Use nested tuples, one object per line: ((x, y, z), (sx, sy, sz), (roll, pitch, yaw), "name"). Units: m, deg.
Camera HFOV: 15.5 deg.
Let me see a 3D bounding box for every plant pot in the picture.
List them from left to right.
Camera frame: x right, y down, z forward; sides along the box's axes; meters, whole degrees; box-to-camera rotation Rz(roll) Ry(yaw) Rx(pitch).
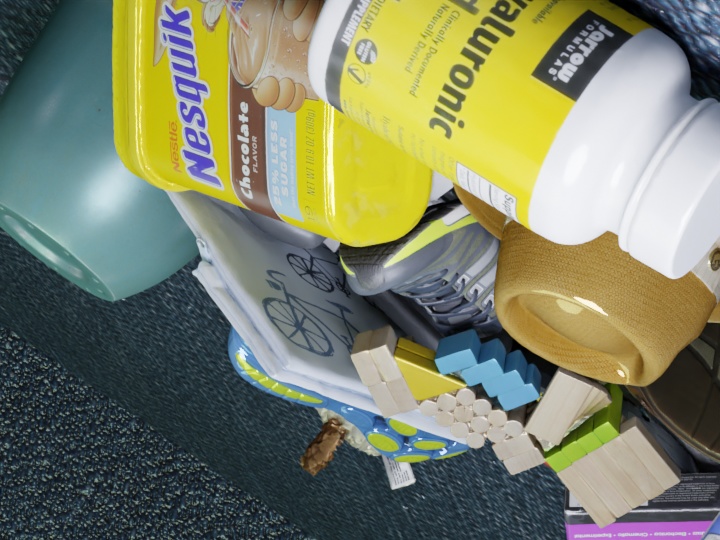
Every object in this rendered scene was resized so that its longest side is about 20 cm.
((-0.177, -0.077, 1.879), (0.201, 0.161, 0.201), (35, 169, 8), "plant pot")

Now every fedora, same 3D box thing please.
((0.130, 0.007, 1.412), (0.201, 0.082, 0.201), (18, 164, 6), "fedora")

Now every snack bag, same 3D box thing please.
((-0.033, 0.017, 1.595), (0.189, 0.021, 0.200), (20, -154, -48), "snack bag")

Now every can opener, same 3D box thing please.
((0.000, 0.000, 1.608), (0.200, 0.067, 0.053), (44, 147, 3), "can opener")

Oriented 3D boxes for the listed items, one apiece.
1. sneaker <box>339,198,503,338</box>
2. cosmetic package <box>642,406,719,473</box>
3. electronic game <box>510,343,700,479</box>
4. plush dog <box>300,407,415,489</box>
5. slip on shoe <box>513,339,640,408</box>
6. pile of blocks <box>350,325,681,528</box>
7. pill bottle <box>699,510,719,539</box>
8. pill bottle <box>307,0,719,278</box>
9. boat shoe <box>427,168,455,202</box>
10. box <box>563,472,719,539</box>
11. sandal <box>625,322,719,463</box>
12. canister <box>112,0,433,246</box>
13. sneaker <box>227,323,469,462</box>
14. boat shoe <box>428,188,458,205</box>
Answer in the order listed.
((0.055, 0.001, 1.519), (0.074, 0.081, 0.200), (-13, 179, 30), "sneaker")
((0.229, 0.100, 1.663), (0.083, 0.051, 0.200), (28, 166, 25), "cosmetic package")
((0.137, 0.106, 1.700), (0.200, 0.042, 0.200), (31, 167, 8), "electronic game")
((0.034, 0.082, 1.988), (0.200, 0.160, 0.172), (34, -165, 20), "plush dog")
((0.102, 0.022, 1.706), (0.200, 0.061, 0.076), (29, 165, 5), "slip on shoe")
((0.092, 0.069, 1.523), (0.200, 0.082, 0.062), (27, -150, -7), "pile of blocks")
((0.247, 0.125, 1.339), (0.112, 0.200, 0.112), (36, 168, 8), "pill bottle")
((0.084, -0.081, 1.235), (0.200, 0.111, 0.111), (32, 167, 18), "pill bottle")
((0.020, -0.086, 1.517), (0.066, 0.072, 0.200), (40, 173, -16), "boat shoe")
((0.205, 0.204, 1.671), (0.143, 0.036, 0.200), (-2, 133, 7), "box")
((0.181, 0.058, 1.556), (0.200, 0.082, 0.055), (31, 156, 40), "sandal")
((-0.049, -0.102, 1.478), (0.087, 0.149, 0.200), (-11, -160, -37), "canister")
((0.005, 0.060, 1.684), (0.200, 0.083, 0.071), (29, 136, -27), "sneaker")
((-0.015, -0.074, 1.651), (0.200, 0.067, 0.074), (34, 168, 12), "boat shoe")
